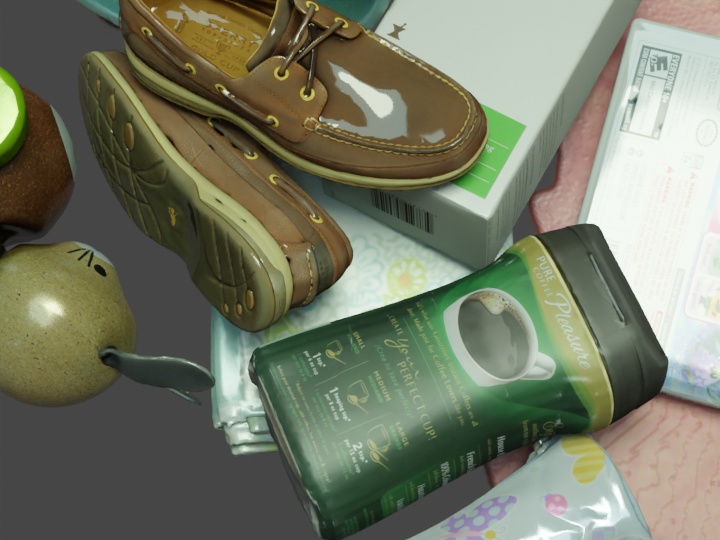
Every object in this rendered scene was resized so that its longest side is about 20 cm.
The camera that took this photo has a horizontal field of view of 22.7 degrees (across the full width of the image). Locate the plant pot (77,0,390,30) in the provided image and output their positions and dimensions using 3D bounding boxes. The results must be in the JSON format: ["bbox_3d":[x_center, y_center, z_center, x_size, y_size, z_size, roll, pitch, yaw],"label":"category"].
[{"bbox_3d":[-0.062,-0.247,0.955,0.200,0.200,0.196,11,64,4],"label":"plant pot"}]

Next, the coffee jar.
[{"bbox_3d":[0.051,0.054,0.917,0.200,0.085,0.104,-22,68,-6],"label":"coffee jar"}]

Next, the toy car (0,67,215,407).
[{"bbox_3d":[-0.161,0.007,0.947,0.200,0.164,0.158,33,79,-1],"label":"toy car"}]

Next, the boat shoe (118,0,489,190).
[{"bbox_3d":[-0.033,-0.098,0.882,0.200,0.068,0.072,23,71,15],"label":"boat shoe"}]

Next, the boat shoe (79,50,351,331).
[{"bbox_3d":[-0.081,-0.049,0.948,0.068,0.072,0.200,-23,53,-30],"label":"boat shoe"}]

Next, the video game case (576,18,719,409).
[{"bbox_3d":[0.213,-0.023,0.991,0.182,0.024,0.200,15,85,9],"label":"video game case"}]

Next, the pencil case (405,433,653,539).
[{"bbox_3d":[0.057,0.164,0.935,0.200,0.083,0.091,-30,93,-5],"label":"pencil case"}]

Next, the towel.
[{"bbox_3d":[0.000,0.000,0.998,0.171,0.048,0.200,-2,76,-3],"label":"towel"}]

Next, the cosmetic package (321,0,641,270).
[{"bbox_3d":[0.069,-0.115,0.963,0.108,0.085,0.200,25,73,12],"label":"cosmetic package"}]
